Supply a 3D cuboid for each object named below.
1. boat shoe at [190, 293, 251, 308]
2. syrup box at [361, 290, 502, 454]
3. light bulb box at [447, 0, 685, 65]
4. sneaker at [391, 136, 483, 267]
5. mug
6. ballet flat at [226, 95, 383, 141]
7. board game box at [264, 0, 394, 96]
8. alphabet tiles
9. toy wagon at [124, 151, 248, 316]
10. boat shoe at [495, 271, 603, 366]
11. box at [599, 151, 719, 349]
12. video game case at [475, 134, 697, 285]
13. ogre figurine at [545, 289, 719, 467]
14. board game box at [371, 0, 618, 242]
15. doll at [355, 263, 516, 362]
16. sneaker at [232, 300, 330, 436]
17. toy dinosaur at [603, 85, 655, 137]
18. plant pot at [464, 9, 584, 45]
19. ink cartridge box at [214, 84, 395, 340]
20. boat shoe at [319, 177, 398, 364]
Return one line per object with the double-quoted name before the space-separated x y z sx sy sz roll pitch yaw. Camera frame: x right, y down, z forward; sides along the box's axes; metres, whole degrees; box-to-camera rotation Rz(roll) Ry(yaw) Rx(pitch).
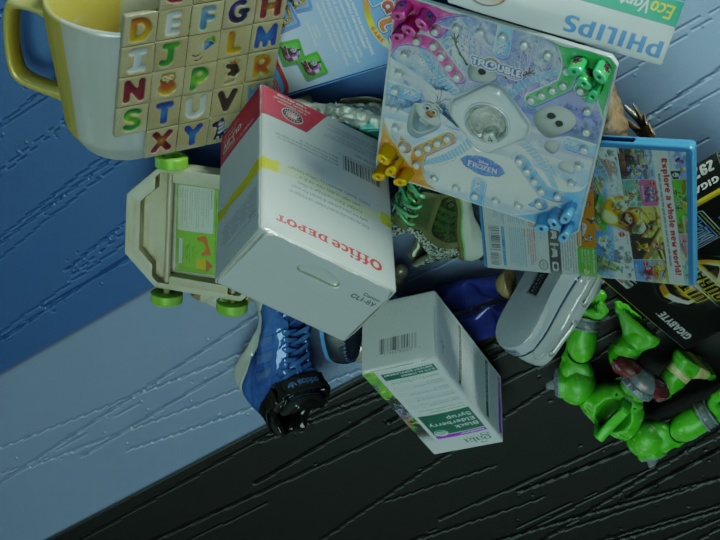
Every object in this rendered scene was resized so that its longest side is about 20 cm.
"boat shoe" -0.089 -0.033 1.669 0.069 0.074 0.200 34 114 -26
"syrup box" 0.075 0.107 1.654 0.079 0.082 0.200 -12 145 20
"light bulb box" 0.187 -0.292 1.434 0.198 0.200 0.125 16 116 -2
"sneaker" 0.061 -0.062 1.587 0.089 0.077 0.200 -25 138 0
"mug" -0.237 -0.200 1.579 0.149 0.187 0.153 -21 132 -32
"ballet flat" -0.031 -0.141 1.603 0.200 0.072 0.072 1 116 -3
"board game box" -0.039 -0.254 1.557 0.200 0.037 0.151 -14 114 21
"alphabet tiles" -0.148 -0.193 1.518 0.166 0.006 0.200 -15 137 -29
"toy wagon" -0.132 -0.033 1.611 0.200 0.040 0.155 8 112 9
"boat shoe" 0.209 0.003 1.635 0.065 0.074 0.200 33 94 -39
"box" 0.328 -0.014 1.586 0.160 0.049 0.200 -32 137 22
"video game case" 0.205 -0.058 1.492 0.200 0.018 0.143 6 123 21
"ogre figurine" 0.278 0.115 1.681 0.200 0.098 0.120 33 105 -20
"board game box" 0.111 -0.129 1.442 0.200 0.026 0.200 19 135 13
"doll" 0.070 0.049 1.697 0.200 0.048 0.137 -19 119 21
"sneaker" -0.065 0.084 1.674 0.077 0.111 0.200 -9 138 -36
"toy dinosaur" 0.223 -0.156 1.559 0.086 0.135 0.200 -29 80 47
"plant pot" 0.136 -0.160 1.531 0.200 0.027 0.200 15 111 44
"ink cartridge box" -0.052 -0.053 1.500 0.145 0.200 0.083 25 128 -24
"boat shoe" 0.000 0.000 1.642 0.069 0.084 0.200 8 106 16
